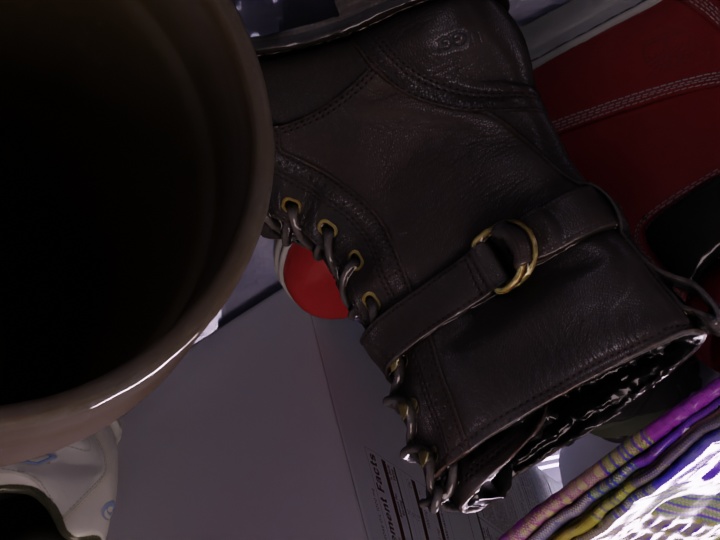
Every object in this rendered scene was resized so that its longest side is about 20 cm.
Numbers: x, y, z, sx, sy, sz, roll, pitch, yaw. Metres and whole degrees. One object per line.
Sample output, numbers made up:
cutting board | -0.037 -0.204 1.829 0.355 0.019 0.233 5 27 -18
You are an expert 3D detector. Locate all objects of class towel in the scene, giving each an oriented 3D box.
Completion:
towel | 0.143 0.068 0.791 0.143 0.023 0.200 16 134 -44

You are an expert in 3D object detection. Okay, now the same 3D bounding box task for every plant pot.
plant pot | -0.145 -0.012 0.739 0.199 0.201 0.174 2 154 -20

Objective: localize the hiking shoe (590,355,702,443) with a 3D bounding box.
hiking shoe | 0.103 -0.004 0.890 0.100 0.076 0.200 5 137 -27

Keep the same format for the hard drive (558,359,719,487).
hard drive | 0.144 0.061 0.932 0.025 0.132 0.200 15 132 -22

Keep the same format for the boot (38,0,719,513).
boot | 0.000 0.000 0.778 0.199 0.175 0.069 -29 156 15

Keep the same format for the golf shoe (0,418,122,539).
golf shoe | -0.185 0.087 0.889 0.199 0.098 0.078 -16 142 3

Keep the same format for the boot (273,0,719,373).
boot | 0.062 -0.007 0.822 0.199 0.145 0.072 -30 140 19

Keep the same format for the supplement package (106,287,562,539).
supplement package | -0.028 0.144 0.963 0.191 0.148 0.200 -31 138 18
